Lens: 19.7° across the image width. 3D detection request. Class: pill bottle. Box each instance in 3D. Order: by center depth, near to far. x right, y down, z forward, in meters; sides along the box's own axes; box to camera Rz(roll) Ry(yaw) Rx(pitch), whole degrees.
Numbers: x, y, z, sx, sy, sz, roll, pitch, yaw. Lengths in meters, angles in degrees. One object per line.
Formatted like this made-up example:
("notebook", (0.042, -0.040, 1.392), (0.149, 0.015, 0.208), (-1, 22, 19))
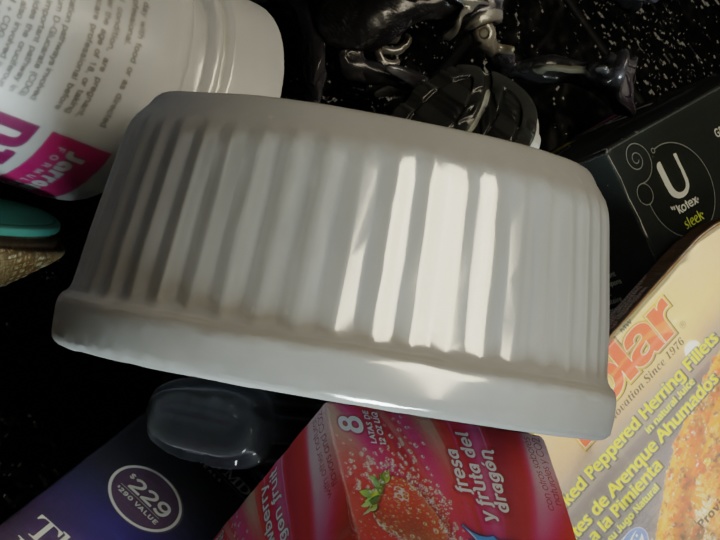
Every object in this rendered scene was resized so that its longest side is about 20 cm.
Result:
("pill bottle", (-0.135, -0.093, 0.793), (0.200, 0.113, 0.114), (20, 65, -34))

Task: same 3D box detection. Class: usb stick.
("usb stick", (-0.020, 0.061, 0.809), (0.200, 0.055, 0.033), (14, 87, -68))

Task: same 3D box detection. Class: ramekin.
("ramekin", (-0.003, -0.002, 0.735), (0.202, 0.202, 0.094), (12, 88, -37))

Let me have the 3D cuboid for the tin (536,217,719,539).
("tin", (0.141, 0.060, 0.881), (0.200, 0.042, 0.112), (-46, 102, -10))

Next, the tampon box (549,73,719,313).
("tampon box", (0.159, 0.022, 0.995), (0.150, 0.126, 0.200), (-29, 96, -39))

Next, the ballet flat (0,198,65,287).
("ballet flat", (-0.203, -0.005, 0.755), (0.200, 0.070, 0.065), (10, 98, -35))

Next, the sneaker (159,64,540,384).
("sneaker", (0.000, 0.000, 0.891), (0.200, 0.079, 0.074), (-39, 66, -17))

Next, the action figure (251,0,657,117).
("action figure", (0.031, -0.116, 0.952), (0.200, 0.102, 0.119), (7, 80, -11))

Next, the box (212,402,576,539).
("box", (0.023, 0.154, 0.676), (0.095, 0.100, 0.200), (11, 46, -30))

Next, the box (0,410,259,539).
("box", (-0.053, 0.162, 0.751), (0.200, 0.079, 0.141), (43, 34, 5))
